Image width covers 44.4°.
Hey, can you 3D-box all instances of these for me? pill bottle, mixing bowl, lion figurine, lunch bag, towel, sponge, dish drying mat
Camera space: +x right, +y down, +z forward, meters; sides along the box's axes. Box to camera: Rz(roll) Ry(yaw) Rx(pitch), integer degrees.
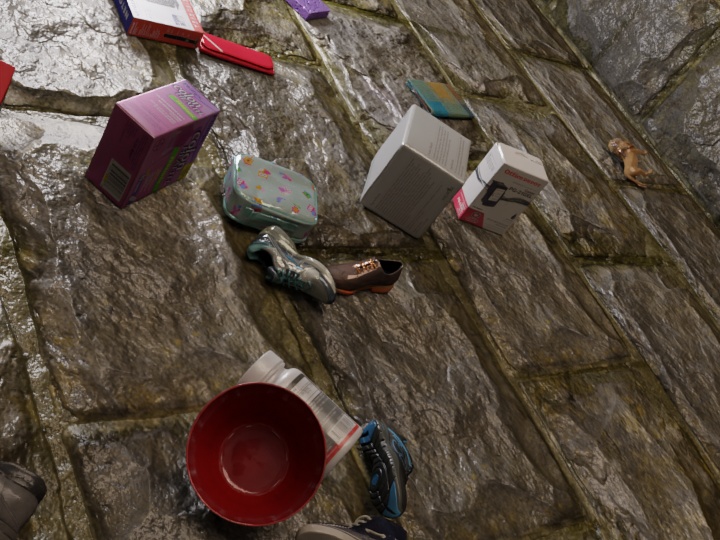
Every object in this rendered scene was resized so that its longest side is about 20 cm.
[{"bbox_3d":[-0.104,0.231,1.409,0.200,0.114,0.114,42,36,6],"label":"pill bottle"},{"bbox_3d":[-0.153,0.271,1.295,0.198,0.108,0.202,2,74,-8],"label":"mixing bowl"},{"bbox_3d":[0.907,-0.360,2.965,0.122,0.073,0.201,12,47,-21],"label":"lion figurine"},{"bbox_3d":[-0.185,-0.142,1.780,0.199,0.077,0.161,19,41,-24],"label":"lunch bag"},{"bbox_3d":[0.234,-0.497,2.578,0.199,0.022,0.147,-5,55,-46],"label":"towel"},{"bbox_3d":[-0.187,-0.796,2.534,0.200,0.030,0.111,45,36,9],"label":"sponge"},{"bbox_3d":[-0.303,-0.531,2.153,0.199,0.018,0.077,11,43,-32],"label":"dish drying mat"}]

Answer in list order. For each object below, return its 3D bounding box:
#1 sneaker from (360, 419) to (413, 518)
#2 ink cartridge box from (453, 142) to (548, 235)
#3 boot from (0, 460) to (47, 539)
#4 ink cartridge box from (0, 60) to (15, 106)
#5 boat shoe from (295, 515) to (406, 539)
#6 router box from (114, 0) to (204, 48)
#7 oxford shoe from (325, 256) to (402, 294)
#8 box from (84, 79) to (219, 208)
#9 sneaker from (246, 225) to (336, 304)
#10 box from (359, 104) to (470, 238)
[{"bbox_3d":[0.058,0.328,1.458,0.082,0.073,0.201,26,26,-23],"label":"sneaker"},{"bbox_3d":[0.347,-0.201,2.195,0.144,0.200,0.085,17,40,-26],"label":"ink cartridge box"},{"bbox_3d":[-0.495,0.274,1.071,0.199,0.070,0.132,28,42,-6],"label":"boot"},{"bbox_3d":[-0.621,-0.268,1.436,0.067,0.200,0.117,20,39,-22],"label":"ink cartridge box"},{"bbox_3d":[-0.010,0.411,1.343,0.199,0.075,0.093,29,24,-18],"label":"boat shoe"},{"bbox_3d":[-0.480,-0.615,2.067,0.178,0.049,0.201,2,49,-39],"label":"router box"},{"bbox_3d":[0.000,0.000,1.785,0.199,0.073,0.072,-2,52,-42],"label":"oxford shoe"},{"bbox_3d":[-0.382,-0.236,1.628,0.097,0.176,0.200,41,35,5],"label":"box"},{"bbox_3d":[-0.135,0.006,1.679,0.200,0.078,0.086,39,47,13],"label":"sneaker"},{"bbox_3d":[0.128,-0.229,2.039,0.171,0.200,0.200,31,37,-12],"label":"box"}]
